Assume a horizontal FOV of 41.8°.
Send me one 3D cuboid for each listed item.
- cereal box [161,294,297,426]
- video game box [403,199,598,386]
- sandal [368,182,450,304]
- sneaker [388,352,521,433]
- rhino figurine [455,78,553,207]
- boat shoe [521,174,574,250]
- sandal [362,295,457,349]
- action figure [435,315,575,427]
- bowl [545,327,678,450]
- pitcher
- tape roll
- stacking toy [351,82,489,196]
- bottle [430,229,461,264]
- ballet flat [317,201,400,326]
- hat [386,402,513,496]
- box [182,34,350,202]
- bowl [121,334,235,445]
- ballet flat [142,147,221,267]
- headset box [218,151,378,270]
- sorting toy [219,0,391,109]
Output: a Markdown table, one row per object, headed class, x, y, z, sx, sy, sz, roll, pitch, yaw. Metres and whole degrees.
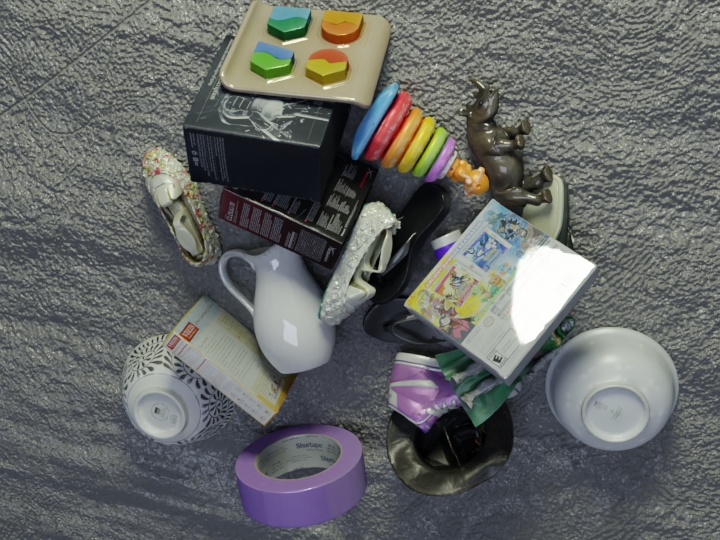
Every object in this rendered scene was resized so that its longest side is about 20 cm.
| class | x | y | z | sx | sy | sz | roll | pitch | yaw |
| --- | --- | --- | --- | --- | --- | --- | --- | --- | --- |
| cereal box | -0.196 | 0.136 | 1.456 | 0.200 | 0.144 | 0.040 | 40 | 113 | -5 |
| video game box | 0.191 | 0.027 | 1.290 | 0.182 | 0.047 | 0.200 | 38 | 82 | 25 |
| sandal | 0.056 | -0.042 | 1.372 | 0.076 | 0.043 | 0.200 | 43 | 114 | 36 |
| sneaker | 0.139 | 0.196 | 1.424 | 0.200 | 0.073 | 0.114 | 6 | 71 | 24 |
| rhino figurine | 0.193 | -0.175 | 1.310 | 0.087 | 0.060 | 0.200 | -17 | 106 | 39 |
| boat shoe | 0.273 | -0.039 | 1.355 | 0.072 | 0.068 | 0.200 | 14 | 106 | 48 |
| sandal | 0.101 | 0.085 | 1.436 | 0.200 | 0.043 | 0.076 | 7 | 111 | 8 |
| action figure | 0.218 | 0.118 | 1.319 | 0.200 | 0.055 | 0.118 | -32 | 102 | -11 |
| bowl | 0.376 | 0.192 | 1.402 | 0.201 | 0.090 | 0.201 | 3 | 111 | 8 |
| pitcher | -0.129 | 0.052 | 1.438 | 0.171 | 0.121 | 0.200 | -10 | 98 | 33 |
| tape roll | -0.092 | 0.318 | 1.474 | 0.200 | 0.200 | 0.066 | -4 | 109 | 12 |
| stacking toy | 0.093 | -0.166 | 1.310 | 0.200 | 0.110 | 0.116 | 30 | 104 | -4 |
| bottle | 0.163 | 0.040 | 1.380 | 0.065 | 0.084 | 0.200 | -24 | 89 | 38 |
| ballet flat | 0.000 | 0.000 | 1.342 | 0.072 | 0.072 | 0.200 | 22 | 105 | 2 |
| hat | 0.143 | 0.266 | 1.464 | 0.200 | 0.201 | 0.081 | -7 | 151 | 13 |
| box | -0.119 | -0.208 | 1.272 | 0.182 | 0.200 | 0.104 | 10 | 141 | 5 |
| bowl | -0.312 | 0.214 | 1.534 | 0.201 | 0.094 | 0.201 | 4 | 112 | 10 |
| ballet flat | -0.273 | -0.093 | 1.428 | 0.076 | 0.064 | 0.200 | -25 | 103 | 19 |
| headset box | -0.097 | -0.113 | 1.334 | 0.200 | 0.149 | 0.077 | 24 | 145 | 1 |
| sorting toy | -0.069 | -0.296 | 1.254 | 0.200 | 0.185 | 0.036 | 10 | 141 | 5 |
